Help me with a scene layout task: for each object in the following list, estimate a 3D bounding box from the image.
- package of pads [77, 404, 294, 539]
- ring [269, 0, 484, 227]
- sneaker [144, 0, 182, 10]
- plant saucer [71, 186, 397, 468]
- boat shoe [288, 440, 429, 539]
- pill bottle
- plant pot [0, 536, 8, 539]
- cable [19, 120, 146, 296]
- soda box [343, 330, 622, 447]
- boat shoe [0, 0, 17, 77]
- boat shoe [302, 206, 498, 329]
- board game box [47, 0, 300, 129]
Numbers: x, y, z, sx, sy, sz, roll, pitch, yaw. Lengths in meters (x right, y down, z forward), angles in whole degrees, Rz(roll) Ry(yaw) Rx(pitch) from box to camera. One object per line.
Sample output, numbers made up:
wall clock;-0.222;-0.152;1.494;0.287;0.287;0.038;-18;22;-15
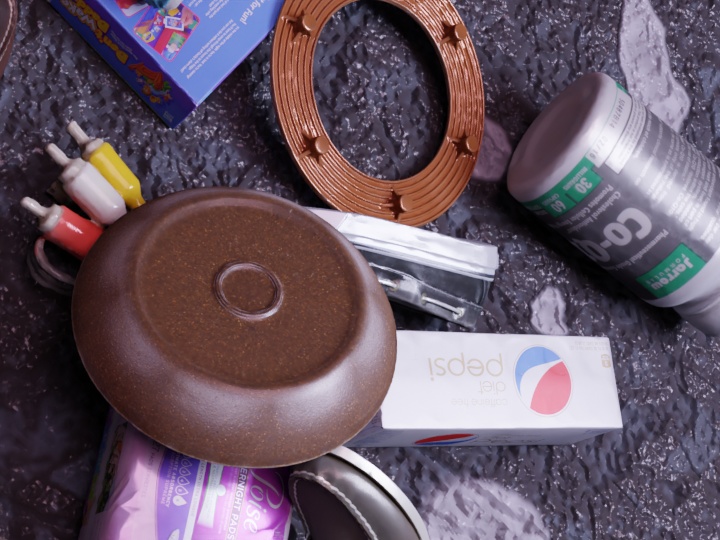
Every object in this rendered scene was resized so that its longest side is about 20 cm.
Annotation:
package of pads;-0.099;0.129;0.960;0.120;0.076;0.202;20;65;-23
ring;0.019;-0.129;1.123;0.199;0.019;0.202;6;81;-39
sneaker;-0.074;-0.238;1.044;0.081;0.076;0.201;40;60;-15
plant saucer;-0.069;0.020;0.940;0.199;0.037;0.202;9;51;-11
boat shoe;0.006;0.184;0.972;0.060;0.072;0.202;-54;132;-32
pill bottle;0.216;-0.045;1.182;0.199;0.113;0.114;36;59;-15
plant pot;-0.233;0.199;0.811;0.200;0.187;0.187;38;58;3
cable;-0.127;-0.002;1.000;0.199;0.050;0.098;35;56;-15
soda box;0.081;0.082;1.090;0.199;0.064;0.069;3;72;-30
boat shoe;-0.263;-0.107;0.946;0.070;0.070;0.201;36;58;-14
boat shoe;0.000;0.000;1.064;0.198;0.072;0.072;10;89;-17
board game box;-0.108;-0.212;1.087;0.135;0.045;0.200;46;57;-10
